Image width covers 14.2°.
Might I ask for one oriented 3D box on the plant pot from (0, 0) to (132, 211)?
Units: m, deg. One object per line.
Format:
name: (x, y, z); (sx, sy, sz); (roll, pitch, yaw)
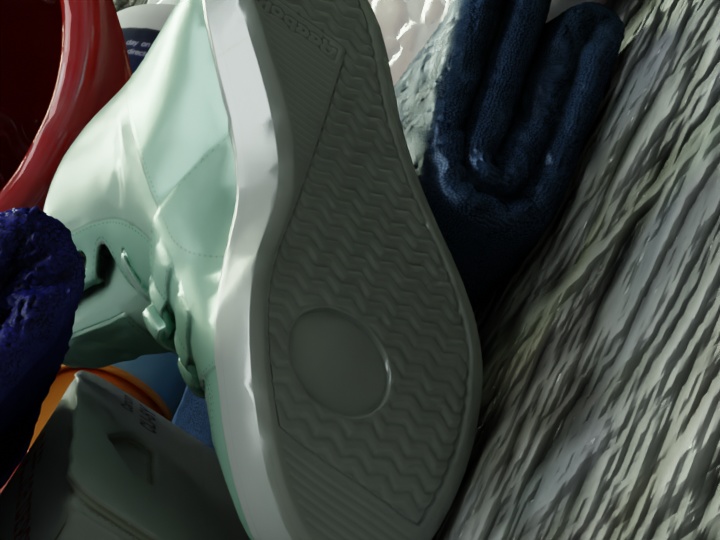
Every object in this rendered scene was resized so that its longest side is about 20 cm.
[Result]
plant pot: (-0.171, -0.041, 1.035); (0.201, 0.200, 0.183); (-61, -17, -15)

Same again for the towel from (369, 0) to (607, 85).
towel: (0.053, -0.156, 0.916); (0.200, 0.032, 0.191); (-51, 38, 36)

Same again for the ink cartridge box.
ink cartridge box: (-0.095, 0.143, 0.781); (0.200, 0.083, 0.145); (-58, 10, 7)

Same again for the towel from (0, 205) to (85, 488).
towel: (-0.138, 0.062, 0.764); (0.148, 0.050, 0.200); (-51, -1, -21)

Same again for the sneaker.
sneaker: (-0.034, 0.019, 0.769); (0.118, 0.074, 0.201); (-45, 39, 37)

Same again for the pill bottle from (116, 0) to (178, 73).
pill bottle: (-0.090, -0.047, 1.288); (0.200, 0.111, 0.111); (-64, 11, -29)

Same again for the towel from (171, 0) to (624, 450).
towel: (0.000, 0.000, 0.861); (0.200, 0.048, 0.112); (-49, 14, 45)

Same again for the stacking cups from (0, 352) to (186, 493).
stacking cups: (-0.075, 0.031, 0.950); (0.061, 0.060, 0.200); (-49, 10, 43)
